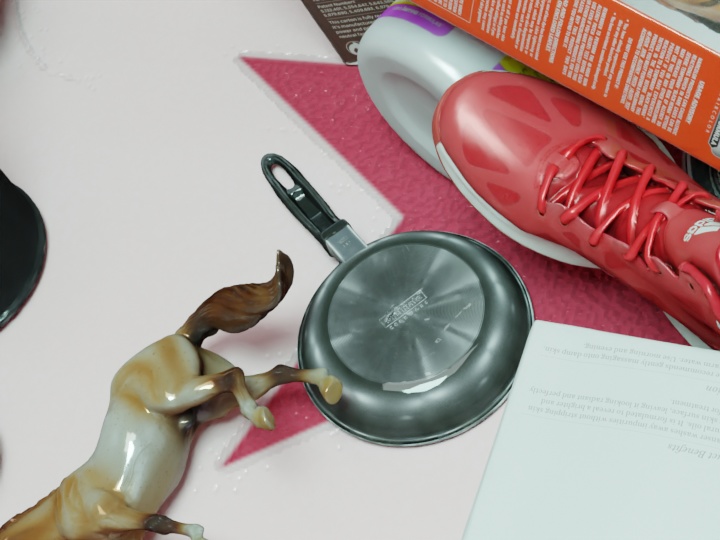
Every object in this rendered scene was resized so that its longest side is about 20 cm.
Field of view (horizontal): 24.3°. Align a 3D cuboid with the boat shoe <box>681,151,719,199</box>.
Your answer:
[{"bbox_3d":[0.195,-0.099,0.778,0.073,0.068,0.200,14,63,25],"label":"boat shoe"}]

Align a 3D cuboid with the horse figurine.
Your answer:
[{"bbox_3d":[-0.089,0.083,0.754,0.132,0.050,0.201,14,70,45],"label":"horse figurine"}]

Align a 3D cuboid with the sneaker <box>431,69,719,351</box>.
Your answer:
[{"bbox_3d":[0.120,-0.029,0.684,0.199,0.116,0.079,31,84,4],"label":"sneaker"}]

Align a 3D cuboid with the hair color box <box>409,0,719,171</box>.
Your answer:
[{"bbox_3d":[0.109,-0.127,0.706,0.199,0.061,0.102,31,55,16],"label":"hair color box"}]

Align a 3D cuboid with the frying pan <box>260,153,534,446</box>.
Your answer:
[{"bbox_3d":[0.017,-0.004,0.801,0.114,0.031,0.191,-17,57,5],"label":"frying pan"}]

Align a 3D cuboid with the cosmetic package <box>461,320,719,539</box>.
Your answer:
[{"bbox_3d":[0.097,0.129,0.653,0.112,0.081,0.201,11,63,24],"label":"cosmetic package"}]

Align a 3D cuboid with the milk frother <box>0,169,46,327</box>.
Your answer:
[{"bbox_3d":[-0.241,-0.007,0.785,0.180,0.188,0.200,-41,55,-10],"label":"milk frother"}]

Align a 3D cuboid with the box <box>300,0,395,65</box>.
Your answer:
[{"bbox_3d":[-0.011,-0.206,0.830,0.075,0.200,0.101,-4,56,31],"label":"box"}]

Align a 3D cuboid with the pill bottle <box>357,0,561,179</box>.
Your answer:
[{"bbox_3d":[0.099,-0.138,0.814,0.200,0.104,0.104,-45,56,-14],"label":"pill bottle"}]
